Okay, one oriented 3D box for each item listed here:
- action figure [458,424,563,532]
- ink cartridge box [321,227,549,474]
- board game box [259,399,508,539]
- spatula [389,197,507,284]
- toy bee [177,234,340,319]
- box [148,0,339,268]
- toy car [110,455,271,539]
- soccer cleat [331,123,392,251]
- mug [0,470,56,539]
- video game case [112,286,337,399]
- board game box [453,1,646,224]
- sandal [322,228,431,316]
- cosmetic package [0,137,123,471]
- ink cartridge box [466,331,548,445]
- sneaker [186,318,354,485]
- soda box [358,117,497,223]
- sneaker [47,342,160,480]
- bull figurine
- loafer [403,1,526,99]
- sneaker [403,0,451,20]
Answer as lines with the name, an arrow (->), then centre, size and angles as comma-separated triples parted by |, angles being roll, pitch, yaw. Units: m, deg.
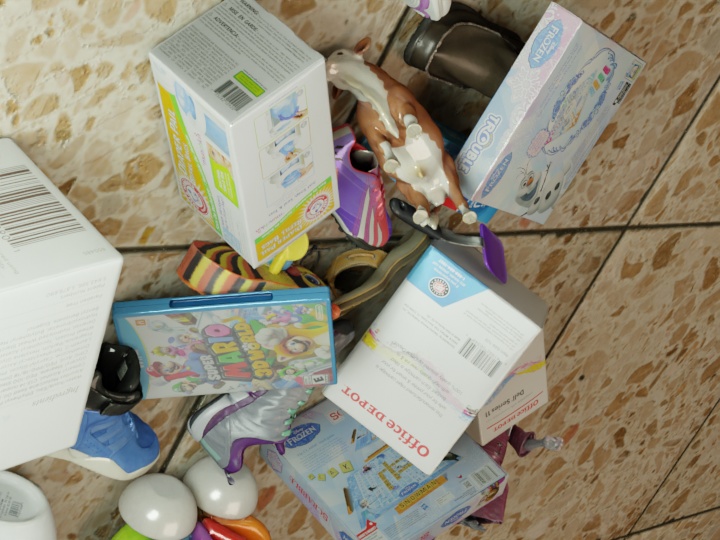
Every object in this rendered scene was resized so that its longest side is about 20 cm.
action figure -> 0.163, 0.235, 2.306 | 0.201, 0.134, 0.149 | -64, -169, -19
ink cartridge box -> 0.082, 0.084, 1.919 | 0.200, 0.146, 0.146 | -53, 178, 13
board game box -> 0.026, 0.216, 1.998 | 0.199, 0.200, 0.041 | -27, 148, -31
spatula -> 0.094, -0.035, 1.834 | 0.021, 0.057, 0.200 | -27, 147, 35
toy bee -> -0.072, 0.011, 1.710 | 0.199, 0.109, 0.131 | -21, 140, -39
box -> -0.094, -0.115, 1.515 | 0.101, 0.112, 0.200 | -37, 150, -20
toy car -> -0.177, 0.303, 1.886 | 0.199, 0.150, 0.176 | -11, 136, -47
soccer cleat -> -0.002, -0.078, 1.722 | 0.073, 0.068, 0.200 | -31, 150, 11
mug -> -0.344, 0.267, 1.651 | 0.200, 0.147, 0.176 | -56, 169, -68
video game case -> -0.124, 0.070, 1.688 | 0.199, 0.018, 0.143 | -4, 143, 0
board game box -> 0.185, -0.150, 1.780 | 0.201, 0.043, 0.199 | -58, 156, 9
sandal -> 0.000, 0.000, 1.844 | 0.080, 0.054, 0.200 | -33, -175, 46
cosmetic package -> -0.307, 0.036, 1.366 | 0.165, 0.165, 0.201 | -17, 139, -41
ink cartridge box -> 0.161, 0.125, 2.152 | 0.117, 0.067, 0.201 | -31, 132, -27
sneaker -> -0.076, 0.133, 1.841 | 0.200, 0.088, 0.074 | -35, 178, 2
soda box -> 0.081, -0.107, 1.806 | 0.064, 0.068, 0.200 | -53, 151, 11
sneaker -> -0.227, 0.127, 1.675 | 0.111, 0.077, 0.200 | -44, 146, 14
bull figurine -> 0.036, -0.119, 1.629 | 0.065, 0.122, 0.200 | -33, 128, 10
loafer -> 0.118, -0.206, 1.730 | 0.200, 0.071, 0.073 | -1, 127, -53
sneaker -> 0.066, -0.294, 1.546 | 0.099, 0.075, 0.200 | -37, 150, -15
